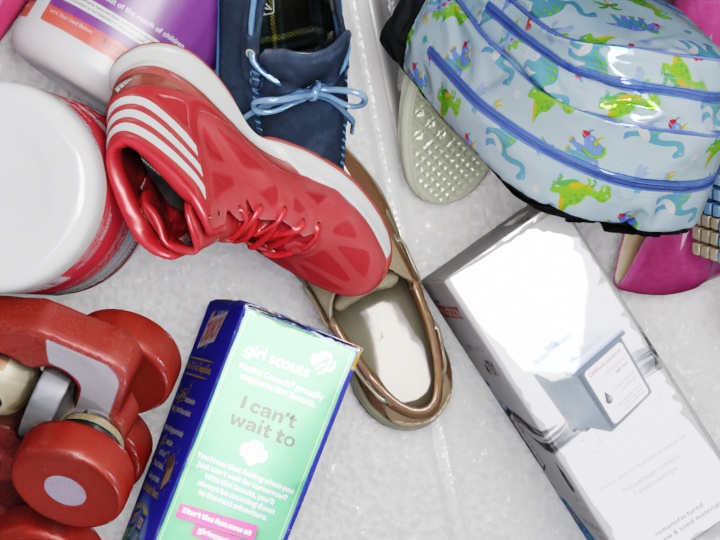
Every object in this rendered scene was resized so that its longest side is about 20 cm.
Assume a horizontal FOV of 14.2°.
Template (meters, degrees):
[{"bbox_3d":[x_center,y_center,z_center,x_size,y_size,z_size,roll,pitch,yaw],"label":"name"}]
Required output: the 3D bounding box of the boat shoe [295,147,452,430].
[{"bbox_3d":[0.000,0.000,1.684,0.076,0.072,0.200,-31,92,-6],"label":"boat shoe"}]

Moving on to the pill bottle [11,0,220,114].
[{"bbox_3d":[-0.107,-0.185,1.657,0.112,0.112,0.200,32,86,-4],"label":"pill bottle"}]

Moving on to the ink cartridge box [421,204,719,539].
[{"bbox_3d":[0.127,0.066,1.658,0.086,0.146,0.200,-34,92,-3],"label":"ink cartridge box"}]

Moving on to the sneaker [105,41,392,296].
[{"bbox_3d":[-0.068,-0.024,1.565,0.200,0.116,0.078,37,128,-22],"label":"sneaker"}]

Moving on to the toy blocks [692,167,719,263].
[{"bbox_3d":[0.254,-0.036,1.669,0.136,0.100,0.200,-8,105,-28],"label":"toy blocks"}]

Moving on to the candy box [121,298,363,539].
[{"bbox_3d":[-0.078,0.120,1.626,0.077,0.169,0.200,20,87,-8],"label":"candy box"}]

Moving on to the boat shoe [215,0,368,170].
[{"bbox_3d":[-0.044,-0.124,1.603,0.084,0.069,0.200,-24,114,-23],"label":"boat shoe"}]

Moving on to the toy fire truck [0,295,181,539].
[{"bbox_3d":[-0.201,0.085,1.609,0.168,0.200,0.112,21,48,-1],"label":"toy fire truck"}]

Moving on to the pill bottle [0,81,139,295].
[{"bbox_3d":[-0.179,-0.042,1.597,0.112,0.200,0.113,0,89,7],"label":"pill bottle"}]

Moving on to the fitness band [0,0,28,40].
[{"bbox_3d":[-0.179,-0.208,1.635,0.037,0.144,0.200,30,87,-5],"label":"fitness band"}]

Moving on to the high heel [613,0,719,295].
[{"bbox_3d":[0.184,-0.087,1.708,0.096,0.067,0.200,-11,103,-16],"label":"high heel"}]

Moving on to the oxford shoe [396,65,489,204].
[{"bbox_3d":[0.052,-0.140,1.704,0.075,0.058,0.200,-5,104,-26],"label":"oxford shoe"}]

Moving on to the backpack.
[{"bbox_3d":[0.123,-0.097,1.584,0.163,0.200,0.154,13,126,-25],"label":"backpack"}]
